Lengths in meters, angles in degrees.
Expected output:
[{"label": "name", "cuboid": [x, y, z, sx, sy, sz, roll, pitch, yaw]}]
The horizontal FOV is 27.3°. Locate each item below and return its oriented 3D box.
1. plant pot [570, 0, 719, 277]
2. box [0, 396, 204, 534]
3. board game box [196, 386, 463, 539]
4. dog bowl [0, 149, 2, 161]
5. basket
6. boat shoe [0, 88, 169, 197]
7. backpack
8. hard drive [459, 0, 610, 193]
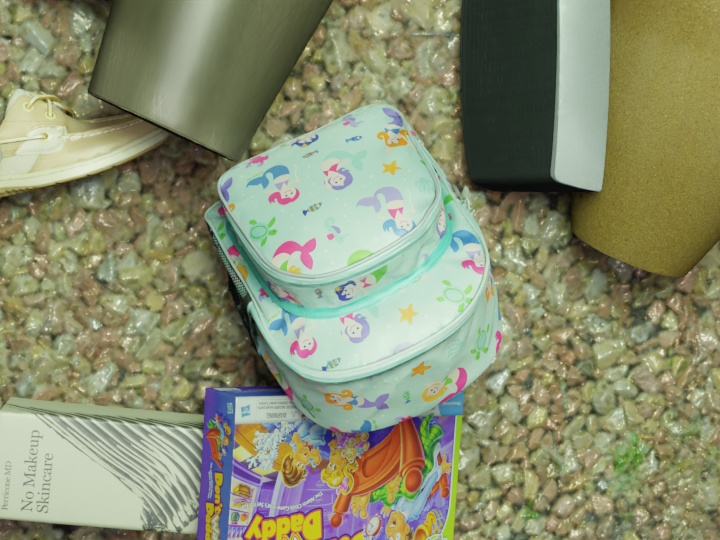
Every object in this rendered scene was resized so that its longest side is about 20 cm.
[{"label": "plant pot", "cuboid": [0.230, -0.106, 1.065, 0.184, 0.187, 0.202, 18, 107, -7]}, {"label": "box", "cuboid": [-0.164, 0.143, 1.078, 0.197, 0.068, 0.083, 4, 93, -7]}, {"label": "board game box", "cuboid": [-0.019, 0.152, 1.060, 0.198, 0.045, 0.137, 2, 94, -36]}, {"label": "dog bowl", "cuboid": [-0.339, -0.050, 1.013, 0.197, 0.059, 0.203, 1, 94, 21]}, {"label": "basket", "cuboid": [-0.091, -0.186, 0.991, 0.179, 0.135, 0.202, 22, 92, -47]}, {"label": "boat shoe", "cuboid": [-0.237, -0.094, 1.053, 0.197, 0.074, 0.070, -14, 101, -4]}, {"label": "backpack", "cuboid": [0.000, 0.000, 1.004, 0.176, 0.151, 0.201, -24, 55, -6]}, {"label": "hard drive", "cuboid": [0.121, -0.157, 1.056, 0.042, 0.134, 0.203, -2, 94, -33]}]
